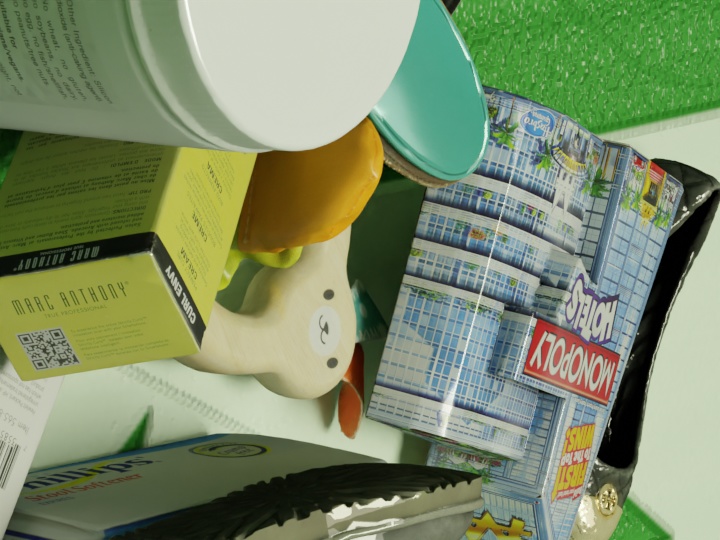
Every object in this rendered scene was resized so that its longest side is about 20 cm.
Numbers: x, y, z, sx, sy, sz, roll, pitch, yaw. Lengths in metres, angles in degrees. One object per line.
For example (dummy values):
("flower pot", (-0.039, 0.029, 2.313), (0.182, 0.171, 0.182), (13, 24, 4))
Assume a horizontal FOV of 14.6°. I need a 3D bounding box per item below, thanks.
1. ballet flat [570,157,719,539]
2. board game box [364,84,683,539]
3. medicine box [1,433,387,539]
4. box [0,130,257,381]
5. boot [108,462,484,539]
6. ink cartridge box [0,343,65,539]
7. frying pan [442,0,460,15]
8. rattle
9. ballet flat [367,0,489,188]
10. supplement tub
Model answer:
("ballet flat", (0.129, 0.041, 1.382), (0.066, 0.057, 0.201), (21, 79, -51))
("board game box", (0.073, 0.035, 1.273), (0.200, 0.061, 0.201), (22, 82, -69))
("medicine box", (-0.079, 0.176, 1.093), (0.182, 0.102, 0.202), (-9, 103, -52))
("box", (-0.079, -0.050, 1.024), (0.201, 0.075, 0.050), (-78, 151, -47))
("boot", (-0.021, 0.180, 1.026), (0.181, 0.072, 0.201), (-14, 100, -37))
("ink cartridge box", (-0.187, 0.093, 0.963), (0.115, 0.068, 0.201), (40, 63, -49))
("frying pan", (0.014, -0.193, 1.212), (0.115, 0.031, 0.191), (-5, 96, -53))
("rattle", (0.000, 0.000, 1.145), (0.200, 0.142, 0.131), (54, 36, -35))
("ballet flat", (-0.017, -0.114, 1.148), (0.071, 0.065, 0.200), (-51, 125, -24))
("supplement tub", (-0.093, -0.110, 0.944), (0.132, 0.199, 0.133), (-12, 106, -52))
